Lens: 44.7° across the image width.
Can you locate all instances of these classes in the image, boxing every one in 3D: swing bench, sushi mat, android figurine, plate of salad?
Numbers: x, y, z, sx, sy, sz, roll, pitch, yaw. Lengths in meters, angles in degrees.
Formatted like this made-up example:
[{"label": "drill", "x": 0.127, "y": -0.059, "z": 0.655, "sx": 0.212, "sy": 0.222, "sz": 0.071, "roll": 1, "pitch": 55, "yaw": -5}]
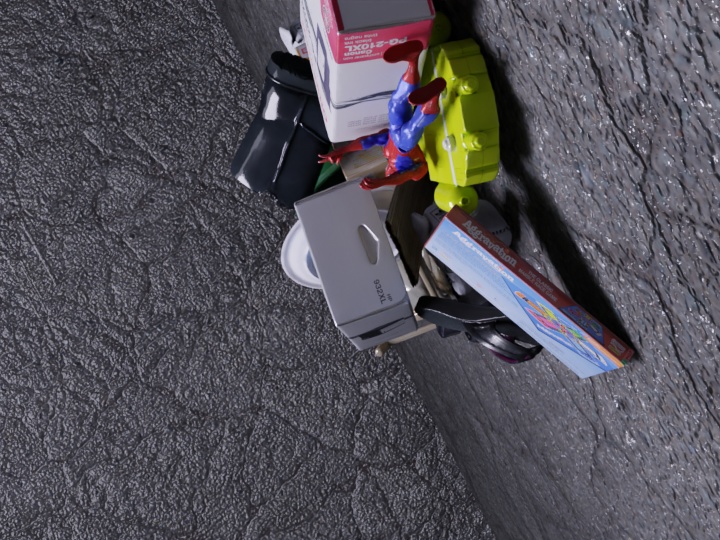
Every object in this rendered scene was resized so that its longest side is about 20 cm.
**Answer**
[{"label": "swing bench", "x": 0.055, "y": -0.015, "z": 1.330, "sx": 0.200, "sy": 0.129, "sz": 0.200, "roll": 62, "pitch": -161, "yaw": -16}, {"label": "sushi mat", "x": 0.064, "y": -0.078, "z": 1.065, "sx": 0.200, "sy": 0.012, "sz": 0.096, "roll": -74, "pitch": -36, "yaw": -50}, {"label": "android figurine", "x": 0.080, "y": -0.140, "z": 0.792, "sx": 0.200, "sy": 0.041, "sz": 0.183, "roll": -130, "pitch": 29, "yaw": -77}, {"label": "plate of salad", "x": -0.011, "y": -0.048, "z": 1.143, "sx": 0.200, "sy": 0.199, "sz": 0.048, "roll": 69, "pitch": 177, "yaw": -56}]

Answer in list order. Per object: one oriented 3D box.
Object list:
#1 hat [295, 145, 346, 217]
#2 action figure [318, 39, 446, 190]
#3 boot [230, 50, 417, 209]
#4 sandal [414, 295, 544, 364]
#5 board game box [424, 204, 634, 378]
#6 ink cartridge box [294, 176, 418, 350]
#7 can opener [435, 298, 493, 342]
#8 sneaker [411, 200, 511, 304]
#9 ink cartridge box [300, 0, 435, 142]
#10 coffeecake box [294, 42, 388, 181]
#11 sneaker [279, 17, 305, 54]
[{"label": "hat", "x": -0.078, "y": -0.197, "z": 1.341, "sx": 0.176, "sy": 0.166, "sz": 0.200, "roll": 50, "pitch": -163, "yaw": 10}, {"label": "action figure", "x": 0.016, "y": -0.115, "z": 0.774, "sx": 0.065, "sy": 0.099, "sz": 0.200, "roll": 63, "pitch": 174, "yaw": 15}, {"label": "boot", "x": -0.040, "y": -0.147, "z": 1.026, "sx": 0.077, "sy": 0.199, "sz": 0.169, "roll": -84, "pitch": 15, "yaw": -54}, {"label": "sandal", "x": 0.142, "y": 0.070, "z": 0.936, "sx": 0.200, "sy": 0.048, "sz": 0.075, "roll": 8, "pitch": 160, "yaw": 42}, {"label": "board game box", "x": 0.148, "y": 0.023, "z": 0.801, "sx": 0.200, "sy": 0.019, "sz": 0.103, "roll": 40, "pitch": 167, "yaw": 3}, {"label": "ink cartridge box", "x": 0.000, "y": 0.000, "z": 0.988, "sx": 0.200, "sy": 0.083, "sz": 0.146, "roll": 62, "pitch": -172, "yaw": -76}, {"label": "can opener", "x": 0.149, "y": 0.037, "z": 1.123, "sx": 0.063, "sy": 0.078, "sz": 0.200, "roll": 51, "pitch": 158, "yaw": 22}, {"label": "sneaker", "x": 0.104, "y": -0.043, "z": 0.952, "sx": 0.115, "sy": 0.075, "sz": 0.200, "roll": 58, "pitch": 175, "yaw": 25}, {"label": "ink cartridge box", "x": -0.001, "y": -0.224, "z": 0.780, "sx": 0.200, "sy": 0.084, "sz": 0.146, "roll": 101, "pitch": 156, "yaw": -73}, {"label": "coffeecake box", "x": -0.007, "y": -0.190, "z": 1.157, "sx": 0.154, "sy": 0.073, "sz": 0.201, "roll": 59, "pitch": -170, "yaw": -70}, {"label": "sneaker", "x": -0.069, "y": -0.325, "z": 1.248, "sx": 0.115, "sy": 0.075, "sz": 0.200, "roll": 58, "pitch": 178, "yaw": 9}]
